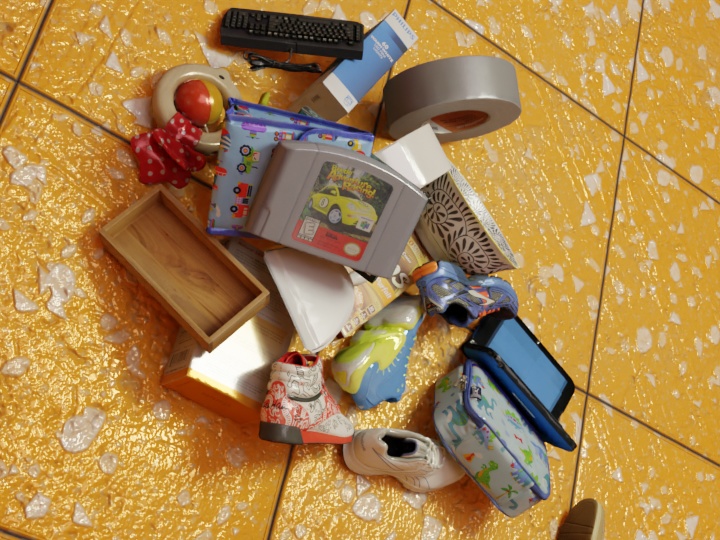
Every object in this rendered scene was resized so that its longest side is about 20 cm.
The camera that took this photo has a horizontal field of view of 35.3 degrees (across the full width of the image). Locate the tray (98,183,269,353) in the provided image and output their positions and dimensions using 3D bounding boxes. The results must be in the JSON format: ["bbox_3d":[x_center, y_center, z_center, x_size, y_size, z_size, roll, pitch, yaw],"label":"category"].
[{"bbox_3d":[-0.213,-0.003,1.369,0.099,0.037,0.200,-40,75,-23],"label":"tray"}]

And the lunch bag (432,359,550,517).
[{"bbox_3d":[0.186,0.231,1.594,0.200,0.082,0.161,50,20,-13],"label":"lunch bag"}]

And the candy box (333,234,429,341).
[{"bbox_3d":[0.000,0.000,1.576,0.200,0.055,0.116,-37,100,-37],"label":"candy box"}]

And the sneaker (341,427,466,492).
[{"bbox_3d":[0.073,0.255,1.531,0.199,0.087,0.075,14,66,-34],"label":"sneaker"}]

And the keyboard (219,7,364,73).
[{"bbox_3d":[-0.094,-0.314,1.554,0.198,0.021,0.128,5,51,-4],"label":"keyboard"}]

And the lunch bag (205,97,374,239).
[{"bbox_3d":[-0.079,-0.113,1.391,0.198,0.094,0.152,9,110,-8],"label":"lunch bag"}]

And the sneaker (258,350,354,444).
[{"bbox_3d":[-0.056,0.160,1.422,0.201,0.067,0.109,14,84,-62],"label":"sneaker"}]

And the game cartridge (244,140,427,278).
[{"bbox_3d":[-0.024,-0.078,1.361,0.199,0.041,0.134,18,105,-21],"label":"game cartridge"}]

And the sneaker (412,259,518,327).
[{"bbox_3d":[0.151,0.048,1.615,0.199,0.075,0.079,15,61,-37],"label":"sneaker"}]

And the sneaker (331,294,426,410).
[{"bbox_3d":[0.037,0.118,1.570,0.200,0.075,0.106,-39,118,-38],"label":"sneaker"}]

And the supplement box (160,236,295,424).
[{"bbox_3d":[-0.156,0.075,1.426,0.126,0.073,0.201,31,59,-26],"label":"supplement box"}]

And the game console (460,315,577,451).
[{"bbox_3d":[0.258,0.150,1.680,0.118,0.171,0.200,-44,100,-10],"label":"game console"}]

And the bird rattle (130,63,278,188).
[{"bbox_3d":[-0.212,-0.192,1.480,0.199,0.113,0.164,-14,72,-25],"label":"bird rattle"}]

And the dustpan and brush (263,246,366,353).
[{"bbox_3d":[-0.038,0.021,1.466,0.199,0.057,0.140,-21,84,-40],"label":"dustpan and brush"}]

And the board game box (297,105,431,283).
[{"bbox_3d":[-0.026,-0.096,1.437,0.199,0.136,0.028,36,18,4],"label":"board game box"}]

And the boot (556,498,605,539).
[{"bbox_3d":[0.366,0.458,1.692,0.155,0.073,0.201,27,63,-27],"label":"boot"}]

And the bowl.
[{"bbox_3d":[0.139,-0.061,1.653,0.201,0.094,0.201,51,13,-16],"label":"bowl"}]

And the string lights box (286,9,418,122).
[{"bbox_3d":[-0.011,-0.284,1.627,0.059,0.103,0.200,48,54,-12],"label":"string lights box"}]

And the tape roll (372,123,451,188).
[{"bbox_3d":[0.023,-0.122,1.539,0.202,0.202,0.071,-32,96,-38],"label":"tape roll"}]

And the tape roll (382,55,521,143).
[{"bbox_3d":[0.134,-0.248,1.662,0.199,0.200,0.067,1,76,-36],"label":"tape roll"}]
